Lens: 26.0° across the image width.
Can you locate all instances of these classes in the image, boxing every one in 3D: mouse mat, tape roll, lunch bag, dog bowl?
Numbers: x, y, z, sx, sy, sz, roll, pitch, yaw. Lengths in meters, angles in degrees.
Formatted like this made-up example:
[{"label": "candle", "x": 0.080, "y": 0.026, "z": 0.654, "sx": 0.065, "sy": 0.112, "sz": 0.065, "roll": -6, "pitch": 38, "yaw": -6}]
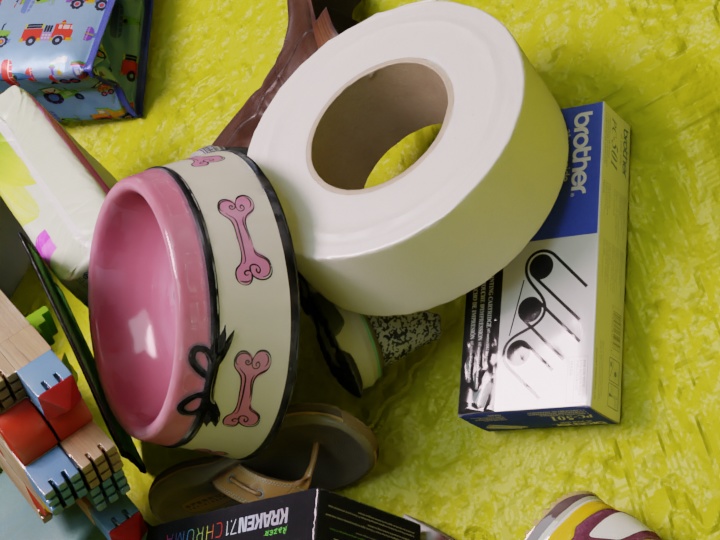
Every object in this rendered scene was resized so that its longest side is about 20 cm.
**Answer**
[{"label": "mouse mat", "x": -0.190, "y": 0.063, "z": 1.083, "sx": 0.008, "sy": 0.200, "sz": 0.161, "roll": -25, "pitch": 80, "yaw": -9}, {"label": "tape roll", "x": 0.028, "y": -0.074, "z": 0.992, "sx": 0.202, "sy": 0.071, "sz": 0.203, "roll": -19, "pitch": 48, "yaw": 23}, {"label": "lunch bag", "x": -0.252, "y": -0.232, "z": 1.314, "sx": 0.150, "sy": 0.094, "sz": 0.200, "roll": 0, "pitch": 69, "yaw": 21}, {"label": "dog bowl", "x": -0.113, "y": 0.023, "z": 0.990, "sx": 0.200, "sy": 0.074, "sz": 0.200, "roll": 7, "pitch": 98, "yaw": 61}]

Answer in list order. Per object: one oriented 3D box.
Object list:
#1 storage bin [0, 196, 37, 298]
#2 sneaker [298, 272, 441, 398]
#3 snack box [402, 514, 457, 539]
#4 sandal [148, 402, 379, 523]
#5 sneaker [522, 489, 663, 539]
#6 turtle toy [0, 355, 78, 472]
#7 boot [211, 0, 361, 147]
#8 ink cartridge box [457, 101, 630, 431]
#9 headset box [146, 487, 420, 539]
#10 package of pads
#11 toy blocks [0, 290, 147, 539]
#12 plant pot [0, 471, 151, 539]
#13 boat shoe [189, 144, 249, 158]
[{"label": "storage bin", "x": -0.349, "y": -0.017, "z": 1.290, "sx": 0.200, "sy": 0.146, "sz": 0.134, "roll": -4, "pitch": 42, "yaw": 36}, {"label": "sneaker", "x": 0.000, "y": 0.000, "z": 1.077, "sx": 0.089, "sy": 0.077, "sz": 0.200, "roll": -16, "pitch": 48, "yaw": -9}, {"label": "snack box", "x": 0.016, "y": 0.258, "z": 0.970, "sx": 0.072, "sy": 0.024, "sz": 0.200, "roll": 22, "pitch": 86, "yaw": 43}, {"label": "sandal", "x": -0.066, "y": 0.146, "z": 1.040, "sx": 0.200, "sy": 0.080, "sz": 0.054, "roll": -26, "pitch": 39, "yaw": 33}, {"label": "sneaker", "x": 0.104, "y": 0.226, "z": 0.885, "sx": 0.090, "sy": 0.075, "sz": 0.200, "roll": 32, "pitch": 93, "yaw": 46}, {"label": "turtle toy", "x": -0.301, "y": 0.116, "z": 1.196, "sx": 0.146, "sy": 0.101, "sz": 0.200, "roll": -56, "pitch": 8, "yaw": -17}, {"label": "boot", "x": -0.074, "y": -0.133, "z": 1.180, "sx": 0.200, "sy": 0.064, "sz": 0.186, "roll": -52, "pitch": 28, "yaw": 26}, {"label": "ink cartridge box", "x": 0.117, "y": -0.001, "z": 0.988, "sx": 0.094, "sy": 0.044, "sz": 0.200, "roll": -7, "pitch": 67, "yaw": 33}, {"label": "headset box", "x": -0.060, "y": 0.253, "z": 0.957, "sx": 0.174, "sy": 0.093, "sz": 0.200, "roll": -19, "pitch": 56, "yaw": 43}, {"label": "package of pads", "x": -0.201, "y": -0.033, "z": 1.170, "sx": 0.068, "sy": 0.155, "sz": 0.200, "roll": -40, "pitch": 53, "yaw": 0}, {"label": "toy blocks", "x": -0.201, "y": 0.103, "z": 0.988, "sx": 0.100, "sy": 0.200, "sz": 0.137, "roll": -34, "pitch": 54, "yaw": -20}, {"label": "plant pot", "x": -0.237, "y": 0.241, "z": 1.099, "sx": 0.141, "sy": 0.141, "sz": 0.200, "roll": 27, "pitch": 77, "yaw": 40}, {"label": "boat shoe", "x": -0.089, "y": 0.008, "z": 1.097, "sx": 0.069, "sy": 0.057, "sz": 0.200, "roll": 42, "pitch": 134, "yaw": 54}]
